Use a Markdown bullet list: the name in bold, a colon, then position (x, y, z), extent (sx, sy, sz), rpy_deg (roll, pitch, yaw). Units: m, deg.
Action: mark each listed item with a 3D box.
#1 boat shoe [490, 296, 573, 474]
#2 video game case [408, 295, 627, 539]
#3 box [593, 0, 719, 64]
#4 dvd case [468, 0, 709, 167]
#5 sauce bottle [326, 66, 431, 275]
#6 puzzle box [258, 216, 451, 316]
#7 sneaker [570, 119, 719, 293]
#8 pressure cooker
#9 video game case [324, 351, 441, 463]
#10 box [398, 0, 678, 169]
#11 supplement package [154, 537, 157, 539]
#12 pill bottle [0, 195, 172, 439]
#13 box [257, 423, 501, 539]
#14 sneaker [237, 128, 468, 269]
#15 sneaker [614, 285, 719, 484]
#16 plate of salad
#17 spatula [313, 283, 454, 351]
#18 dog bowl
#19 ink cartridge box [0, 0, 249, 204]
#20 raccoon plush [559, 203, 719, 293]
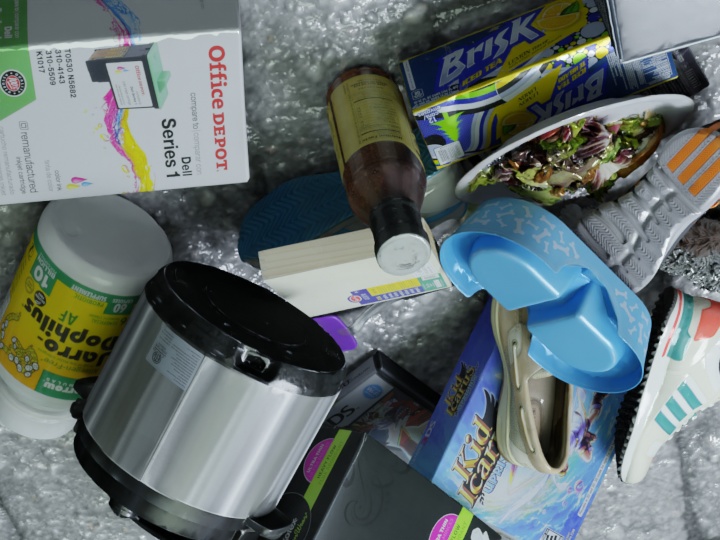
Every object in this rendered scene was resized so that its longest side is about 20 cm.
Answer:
- **boat shoe**: position (0.156, 0.073, 1.441), extent (0.072, 0.065, 0.201), rpy_deg (-2, 97, -29)
- **video game case**: position (0.154, 0.138, 1.515), extent (0.181, 0.045, 0.201), rpy_deg (31, 81, -31)
- **box**: position (0.240, -0.267, 1.149), extent (0.199, 0.197, 0.124), rpy_deg (-15, 131, 3)
- **dvd case**: position (0.163, -0.151, 1.357), extent (0.199, 0.016, 0.149), rpy_deg (-30, 130, 15)
- **sauce bottle**: position (0.016, -0.075, 1.273), extent (0.066, 0.201, 0.066), rpy_deg (-6, 134, -6)
- **puzzle box**: position (0.000, 0.000, 1.372), extent (0.132, 0.026, 0.200), rpy_deg (-12, 169, 6)
- **sneaker**: position (0.251, -0.048, 1.372), extent (0.200, 0.078, 0.112), rpy_deg (-43, 168, 35)
- **pressure cooker**: position (-0.127, 0.114, 1.304), extent (0.178, 0.176, 0.201), rpy_deg (22, 105, -25)
- **video game case**: position (0.017, 0.180, 1.613), extent (0.181, 0.026, 0.200), rpy_deg (-38, 127, 21)
- **box**: position (0.135, -0.153, 1.291), extent (0.199, 0.070, 0.064), rpy_deg (-20, 132, 7)
- **supplement package**: position (-0.113, 0.181, 1.510), extent (0.155, 0.111, 0.200), rpy_deg (-24, 122, 14)
- **pill bottle**: position (-0.239, 0.042, 1.386), extent (0.112, 0.113, 0.200), rpy_deg (15, 127, -22)
- **box**: position (-0.007, 0.233, 1.405), extent (0.124, 0.149, 0.200), rpy_deg (6, 153, 48)
- **sneaker**: position (-0.006, -0.041, 1.384), extent (0.199, 0.077, 0.081), rpy_deg (-20, 139, 13)
- **sneaker**: position (0.285, 0.112, 1.480), extent (0.093, 0.070, 0.201), rpy_deg (12, 118, 0)
- **plate of salad**: position (0.171, -0.085, 1.322), extent (0.199, 0.048, 0.200), rpy_deg (-18, 168, -4)
- **spatula**: position (0.023, 0.031, 1.486), extent (0.199, 0.021, 0.057), rpy_deg (-25, 137, 10)
- **dog bowl**: position (0.153, 0.018, 1.346), extent (0.200, 0.050, 0.111), rpy_deg (42, 150, -20)
- **ink cartridge box**: position (-0.185, -0.136, 1.259), extent (0.199, 0.084, 0.145), rpy_deg (-6, 132, -6)
- **raccoon plush**: position (0.281, -0.020, 1.474), extent (0.199, 0.097, 0.134), rpy_deg (11, 152, 21)
